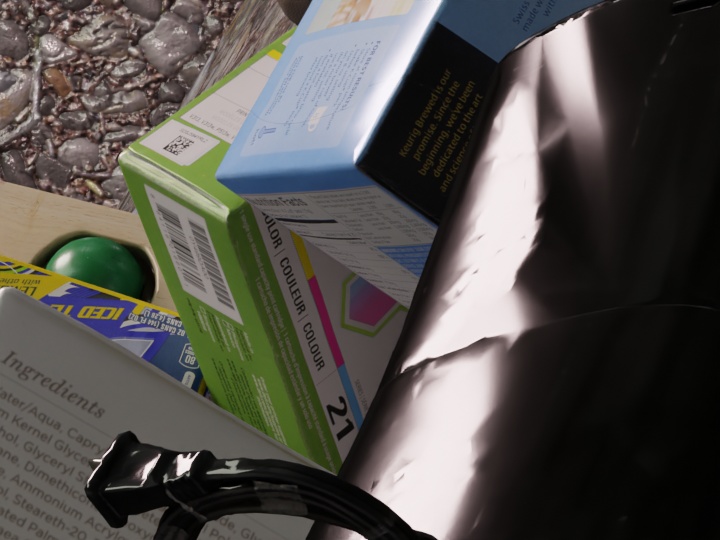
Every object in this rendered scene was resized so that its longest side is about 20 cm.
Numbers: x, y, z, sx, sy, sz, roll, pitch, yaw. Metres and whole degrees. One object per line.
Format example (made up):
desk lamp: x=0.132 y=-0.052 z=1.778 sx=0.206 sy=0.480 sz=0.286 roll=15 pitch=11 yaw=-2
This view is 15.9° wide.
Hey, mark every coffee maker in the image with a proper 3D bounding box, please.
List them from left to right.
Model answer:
coffee maker: x=0.061 y=0.030 z=0.535 sx=0.192 sy=0.134 sz=0.200 roll=67 pitch=-146 yaw=-43

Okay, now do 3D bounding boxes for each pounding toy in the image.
pounding toy: x=-0.140 y=0.056 z=1.221 sx=0.200 sy=0.183 sz=0.143 roll=75 pitch=-147 yaw=-56

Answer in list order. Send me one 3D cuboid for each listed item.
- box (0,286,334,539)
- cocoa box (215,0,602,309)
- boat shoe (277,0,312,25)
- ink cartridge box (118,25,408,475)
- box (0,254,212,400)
box: x=-0.110 y=0.147 z=0.983 sx=0.172 sy=0.200 sz=0.199 roll=-62 pitch=8 yaw=-25
cocoa box: x=0.064 y=-0.085 z=0.938 sx=0.201 sy=0.131 sz=0.133 roll=-62 pitch=22 yaw=-13
boat shoe: x=0.045 y=-0.170 z=1.227 sx=0.199 sy=0.072 sz=0.076 roll=-20 pitch=-26 yaw=-18
ink cartridge box: x=0.016 y=-0.035 z=1.062 sx=0.200 sy=0.148 sz=0.076 roll=-38 pitch=42 yaw=-23
box: x=-0.163 y=0.035 z=1.106 sx=0.064 sy=0.199 sz=0.070 roll=103 pitch=-174 yaw=-64
